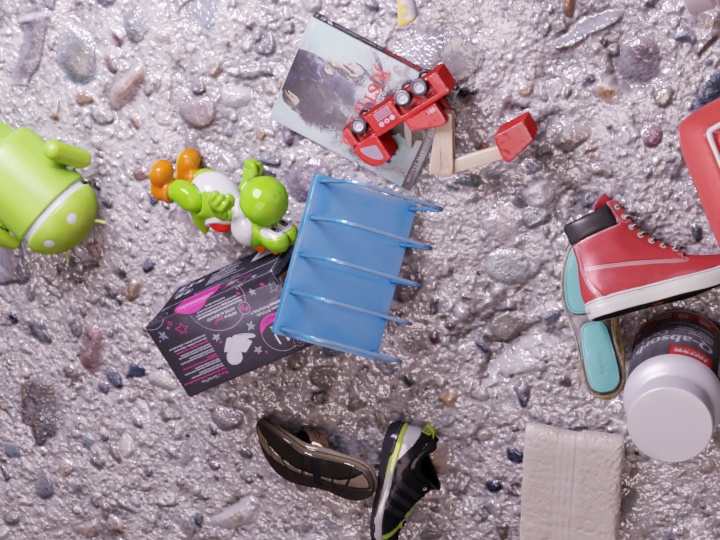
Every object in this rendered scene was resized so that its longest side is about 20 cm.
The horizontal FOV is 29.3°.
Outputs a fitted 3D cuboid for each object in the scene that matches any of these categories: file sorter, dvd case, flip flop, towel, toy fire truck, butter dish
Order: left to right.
[{"bbox_3d":[-0.056,0.248,1.849,0.199,0.058,0.081,15,127,30],"label":"flip flop"},{"bbox_3d":[0.000,0.000,1.632,0.138,0.123,0.201,16,88,-21],"label":"file sorter"},{"bbox_3d":[0.003,-0.204,1.674,0.199,0.022,0.146,28,116,2],"label":"dvd case"},{"bbox_3d":[0.093,-0.163,1.626,0.200,0.049,0.141,-30,102,24],"label":"toy fire truck"},{"bbox_3d":[0.275,0.294,1.788,0.132,0.034,0.201,6,112,13],"label":"towel"},{"bbox_3d":[0.481,-0.108,1.510,0.199,0.148,0.201,-29,59,25],"label":"butter dish"}]

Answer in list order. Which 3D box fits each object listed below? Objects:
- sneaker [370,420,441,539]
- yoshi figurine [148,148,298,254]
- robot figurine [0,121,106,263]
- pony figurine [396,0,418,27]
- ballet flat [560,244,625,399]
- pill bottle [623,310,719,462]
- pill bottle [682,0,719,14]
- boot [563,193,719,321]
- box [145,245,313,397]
[{"bbox_3d":[0.064,0.295,1.830,0.082,0.072,0.201,11,114,10],"label":"sneaker"},{"bbox_3d":[-0.159,-0.097,1.702,0.199,0.112,0.113,28,81,21],"label":"yoshi figurine"},{"bbox_3d":[-0.427,-0.104,1.790,0.200,0.116,0.175,44,104,-4],"label":"robot figurine"},{"bbox_3d":[0.062,-0.394,1.523,0.192,0.167,0.200,-21,120,31],"label":"pony figurine"},{"bbox_3d":[0.283,0.058,1.664,0.070,0.071,0.201,-11,77,20],"label":"ballet flat"},{"bbox_3d":[0.367,0.135,1.601,0.115,0.200,0.116,6,113,14],"label":"pill bottle"},{"bbox_3d":[0.426,-0.347,1.437,0.199,0.113,0.114,-19,105,22],"label":"pill bottle"},{"bbox_3d":[0.346,-0.032,1.616,0.199,0.072,0.145,-12,77,-2],"label":"boot"},{"bbox_3d":[-0.148,0.058,1.763,0.199,0.132,0.115,-23,106,23],"label":"box"}]
